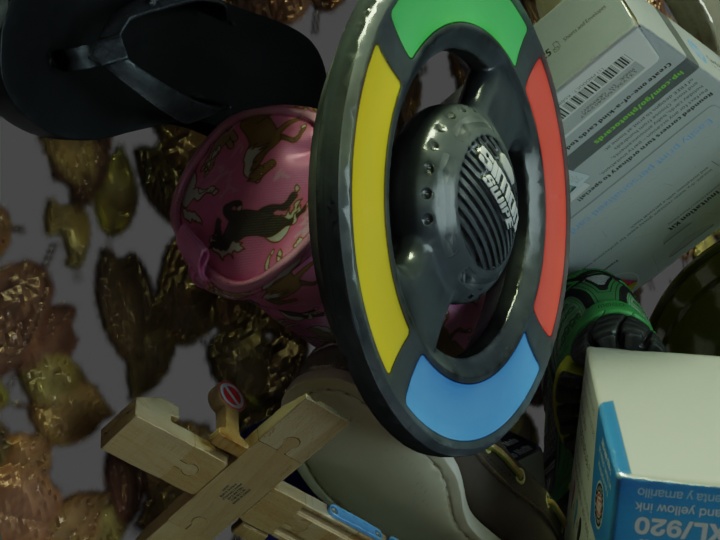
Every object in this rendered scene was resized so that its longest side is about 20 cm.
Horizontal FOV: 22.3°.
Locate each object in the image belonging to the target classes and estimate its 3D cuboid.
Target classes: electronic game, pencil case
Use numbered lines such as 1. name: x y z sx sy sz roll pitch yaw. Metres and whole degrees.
1. electronic game: 0.038 -0.027 0.729 0.200 0.041 0.202 4 86 -59
2. pencil case: 0.000 0.000 0.785 0.200 0.082 0.087 37 60 -55

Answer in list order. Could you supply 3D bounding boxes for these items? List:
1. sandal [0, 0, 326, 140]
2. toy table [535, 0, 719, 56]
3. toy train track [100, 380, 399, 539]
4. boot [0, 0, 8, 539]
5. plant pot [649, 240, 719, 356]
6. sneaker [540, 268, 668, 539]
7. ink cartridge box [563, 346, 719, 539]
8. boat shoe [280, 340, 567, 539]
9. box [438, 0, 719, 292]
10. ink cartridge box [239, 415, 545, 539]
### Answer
1. sandal: -0.073 -0.088 0.734 0.199 0.043 0.077 1 90 -53
2. toy table: 0.140 -0.164 0.925 0.199 0.183 0.118 1 73 -36
3. toy train track: -0.020 0.097 0.754 0.199 0.115 0.033 32 31 -30
4. boot: -0.157 0.015 0.604 0.181 0.072 0.201 -35 112 -32
5. plant pot: 0.249 0.096 0.979 0.193 0.199 0.202 -68 146 -69
6. sneaker: 0.131 0.087 0.964 0.085 0.077 0.201 -94 -177 -53
7. ink cartridge box: 0.165 0.157 0.824 0.147 0.143 0.202 -86 180 -71
8. boat shoe: 0.033 0.088 0.801 0.200 0.071 0.060 49 44 -37
9. box: 0.116 -0.052 0.901 0.199 0.156 0.041 22 36 -49
10. ink cartridge box: 0.025 0.150 0.870 0.199 0.040 0.202 -18 105 -51
